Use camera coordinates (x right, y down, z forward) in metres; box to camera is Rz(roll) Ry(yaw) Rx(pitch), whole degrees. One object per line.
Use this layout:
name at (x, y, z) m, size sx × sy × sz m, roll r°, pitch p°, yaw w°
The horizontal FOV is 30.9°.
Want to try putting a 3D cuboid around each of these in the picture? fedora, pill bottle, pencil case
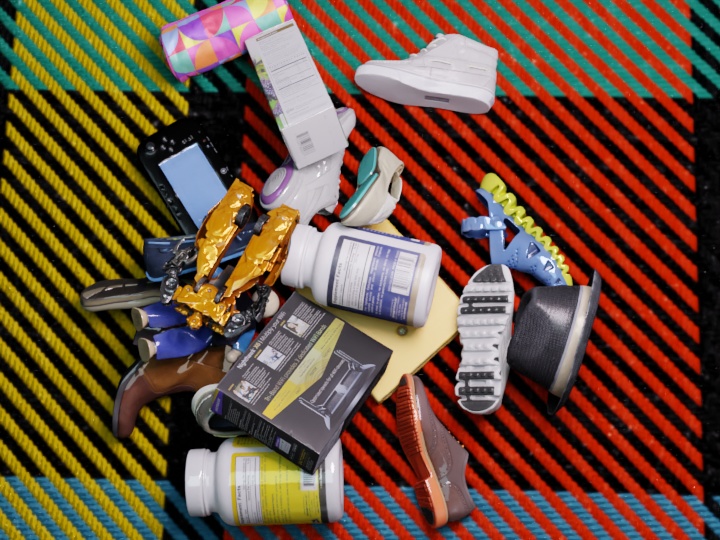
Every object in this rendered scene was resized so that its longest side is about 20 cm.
fedora at (0.238, 0.082, 1.661) m, size 0.090 × 0.201 × 0.203 m, roll 16°, pitch 79°, yaw 5°
pill bottle at (0.000, 0.000, 1.709) m, size 0.197 × 0.111 × 0.113 m, roll 13°, pitch 78°, yaw 8°
pencil case at (-0.188, -0.340, 1.836) m, size 0.198 × 0.088 × 0.089 m, roll -27°, pitch 78°, yaw -4°
pill bottle at (-0.122, 0.271, 1.682) m, size 0.197 × 0.113 × 0.114 m, roll -2°, pitch 77°, yaw 3°

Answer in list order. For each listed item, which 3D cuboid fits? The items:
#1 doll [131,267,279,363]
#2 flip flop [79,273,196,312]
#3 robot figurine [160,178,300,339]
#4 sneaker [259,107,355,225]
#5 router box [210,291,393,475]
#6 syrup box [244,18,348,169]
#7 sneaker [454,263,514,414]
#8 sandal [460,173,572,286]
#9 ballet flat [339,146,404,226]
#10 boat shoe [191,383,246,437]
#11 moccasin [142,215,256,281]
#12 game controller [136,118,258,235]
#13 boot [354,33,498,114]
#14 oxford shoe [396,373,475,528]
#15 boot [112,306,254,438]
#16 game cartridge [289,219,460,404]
doll at (-0.194, 0.056, 1.691) m, size 0.198 × 0.048 × 0.138 m, roll -12°, pitch 86°, yaw -29°
flip flop at (-0.280, 0.045, 1.765) m, size 0.197 × 0.081 × 0.058 m, roll -5°, pitch 110°, yaw 1°
robot figurine at (-0.163, -0.007, 1.646) m, size 0.144 × 0.058 × 0.201 m, roll 27°, pitch 72°, yaw 10°
sneaker at (-0.060, -0.138, 1.800) m, size 0.100 × 0.074 × 0.201 m, roll 48°, pitch 64°, yaw -29°
router box at (-0.072, 0.140, 1.663) m, size 0.156 × 0.053 × 0.200 m, roll 31°, pitch 49°, yaw 10°
syrup box at (-0.088, -0.242, 1.769) m, size 0.081 × 0.079 × 0.201 m, roll -24°, pitch 49°, yaw -1°
sneaker at (0.169, 0.093, 1.726) m, size 0.074 × 0.081 × 0.203 m, roll 4°, pitch 78°, yaw 24°
sandal at (0.208, -0.032, 1.757) m, size 0.087 × 0.080 × 0.200 m, roll -39°, pitch 70°, yaw -2°
ballet flat at (0.023, -0.103, 1.738) m, size 0.068 × 0.201 × 0.070 m, roll 6°, pitch 122°, yaw 9°
boat shoe at (-0.117, 0.177, 1.702) m, size 0.199 × 0.060 × 0.073 m, roll -7°, pitch 115°, yaw -17°
moccasin at (-0.197, -0.042, 1.729) m, size 0.197 × 0.080 × 0.069 m, roll -17°, pitch 92°, yaw -1°
game controller at (-0.225, -0.115, 1.809) m, size 0.104 × 0.042 × 0.201 m, roll -32°, pitch 79°, yaw -4°
boot at (0.095, -0.285, 1.823) m, size 0.197 × 0.074 × 0.097 m, roll 11°, pitch 72°, yaw -4°
oxford shoe at (0.097, 0.230, 1.710) m, size 0.072 × 0.071 × 0.203 m, roll -13°, pitch 86°, yaw -19°
boot at (-0.222, 0.161, 1.743) m, size 0.198 × 0.068 × 0.191 m, roll 19°, pitch 92°, yaw -10°
game cartridge at (0.026, 0.048, 1.769) m, size 0.176 × 0.032 × 0.200 m, roll -40°, pitch 76°, yaw -6°
